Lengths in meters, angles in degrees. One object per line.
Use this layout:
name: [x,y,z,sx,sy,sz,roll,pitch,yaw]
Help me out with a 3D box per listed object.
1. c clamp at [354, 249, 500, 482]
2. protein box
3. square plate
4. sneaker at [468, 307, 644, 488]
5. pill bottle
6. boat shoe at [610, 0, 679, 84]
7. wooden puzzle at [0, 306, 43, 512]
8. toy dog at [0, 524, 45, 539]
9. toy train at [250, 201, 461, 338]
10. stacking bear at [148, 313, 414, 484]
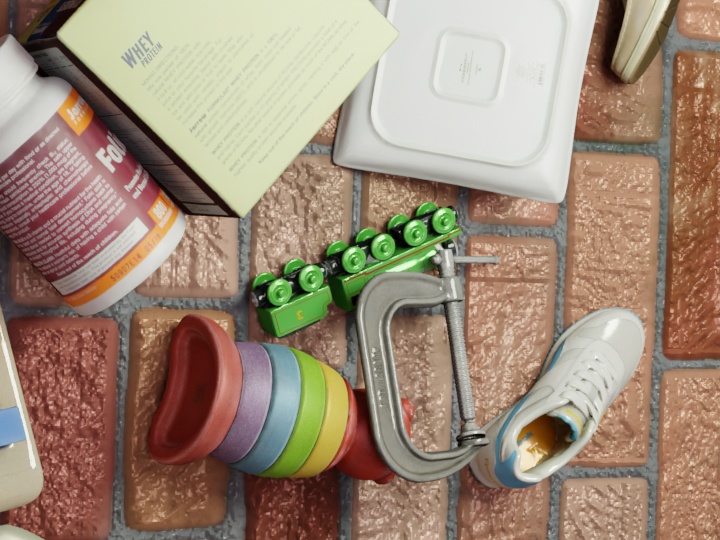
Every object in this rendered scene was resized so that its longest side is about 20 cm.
c clamp: [0.066,0.075,1.731,0.171,0.027,0.200,7,74,-41]
protein box: [-0.121,-0.180,1.641,0.200,0.135,0.199,44,75,-19]
square plate: [0.090,-0.170,1.755,0.198,0.028,0.200,10,89,-2]
sneaker: [0.183,0.113,1.814,0.077,0.081,0.200,47,72,-16]
pill bottle: [-0.236,-0.074,1.604,0.114,0.114,0.200,-46,108,-16]
boat shoe: [0.251,-0.264,1.847,0.065,0.072,0.200,19,96,13]
wooden puzzle: [-0.324,0.095,1.569,0.185,0.046,0.200,-13,92,-44]
toy dog: [-0.209,0.292,1.580,0.194,0.200,0.140,26,82,-22]
toy train: [0.000,0.000,1.753,0.200,0.042,0.056,-23,111,-22]
stacking bear: [-0.051,0.118,1.700,0.200,0.114,0.122,16,85,-28]
